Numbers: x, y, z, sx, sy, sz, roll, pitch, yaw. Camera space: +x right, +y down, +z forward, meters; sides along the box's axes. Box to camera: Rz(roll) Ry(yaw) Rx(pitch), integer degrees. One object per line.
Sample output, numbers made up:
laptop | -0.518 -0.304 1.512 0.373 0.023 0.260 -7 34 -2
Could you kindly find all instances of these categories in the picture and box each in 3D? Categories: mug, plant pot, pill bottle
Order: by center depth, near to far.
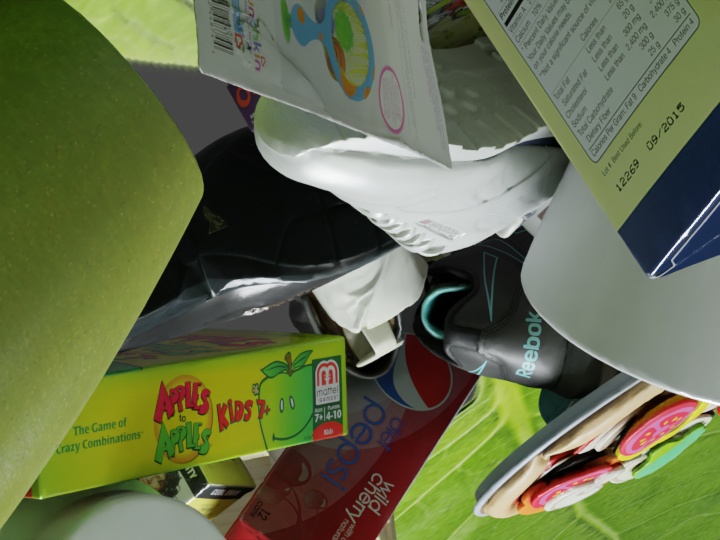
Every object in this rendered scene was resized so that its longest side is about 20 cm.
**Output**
plant pot | -0.154 0.005 0.803 0.200 0.187 0.187 -43 165 -15
mug | 0.159 -0.051 0.993 0.187 0.149 0.154 -44 151 -65
pill bottle | -0.139 0.144 1.112 0.114 0.115 0.200 -21 -172 -29

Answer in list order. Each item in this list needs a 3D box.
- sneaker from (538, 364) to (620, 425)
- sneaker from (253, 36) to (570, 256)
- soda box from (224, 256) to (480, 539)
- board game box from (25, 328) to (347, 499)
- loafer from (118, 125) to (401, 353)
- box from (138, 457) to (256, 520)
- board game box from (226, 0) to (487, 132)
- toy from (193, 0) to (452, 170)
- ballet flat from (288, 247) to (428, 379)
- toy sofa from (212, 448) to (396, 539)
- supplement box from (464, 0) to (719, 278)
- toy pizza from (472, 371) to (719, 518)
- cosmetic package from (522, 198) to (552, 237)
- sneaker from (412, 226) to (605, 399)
sneaker | 0.133 -0.013 1.247 0.201 0.080 0.071 -61 160 9
sneaker | 0.024 -0.041 0.979 0.199 0.076 0.081 -4 133 -53
soda box | 0.001 0.089 1.266 0.200 0.063 0.070 -55 180 -38
board game box | -0.106 0.059 1.098 0.101 0.048 0.199 1 -175 38
loafer | -0.058 -0.013 1.052 0.199 0.073 0.072 -15 166 -19
box | -0.151 0.134 1.258 0.200 0.076 0.050 -38 159 20
board game box | 0.049 -0.108 1.034 0.199 0.032 0.120 -9 148 -50
toy | -0.029 -0.100 0.826 0.047 0.116 0.200 -10 170 19
ballet flat | 0.000 0.000 1.163 0.068 0.069 0.200 -30 161 -7
toy sofa | -0.051 0.118 1.389 0.082 0.098 0.200 -11 168 18
supplement box | 0.141 -0.137 0.831 0.199 0.200 0.134 -19 157 -35
toy pizza | 0.143 0.070 1.202 0.199 0.032 0.200 -31 168 -7
cosmetic package | 0.154 -0.094 1.115 0.200 0.071 0.101 -45 -177 32
sneaker | 0.063 0.004 1.207 0.079 0.076 0.200 3 -167 -10
